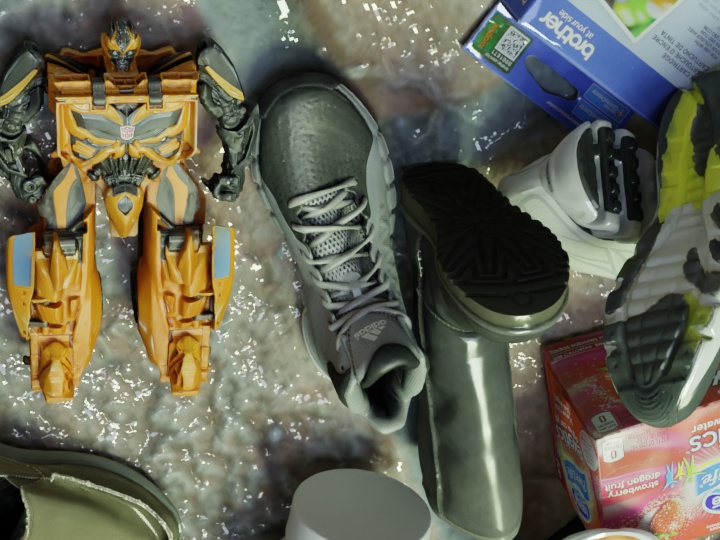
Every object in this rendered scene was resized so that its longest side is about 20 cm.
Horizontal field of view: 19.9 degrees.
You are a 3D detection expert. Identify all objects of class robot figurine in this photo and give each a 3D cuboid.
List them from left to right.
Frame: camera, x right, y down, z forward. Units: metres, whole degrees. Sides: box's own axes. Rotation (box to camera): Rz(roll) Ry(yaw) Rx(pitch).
[{"bbox_3d":[-0.122,-0.030,1.057,0.143,0.058,0.202,-3,121,-12],"label":"robot figurine"}]

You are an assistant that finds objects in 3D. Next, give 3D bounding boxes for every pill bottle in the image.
[{"bbox_3d":[-0.015,0.222,1.210,0.111,0.112,0.202,0,118,-18],"label":"pill bottle"}]

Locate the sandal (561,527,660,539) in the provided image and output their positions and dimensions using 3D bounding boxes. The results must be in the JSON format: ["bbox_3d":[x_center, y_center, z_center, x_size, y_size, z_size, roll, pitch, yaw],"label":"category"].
[{"bbox_3d":[0.132,0.232,1.200,0.078,0.060,0.208,1,132,-16],"label":"sandal"}]

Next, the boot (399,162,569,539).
[{"bbox_3d":[0.065,0.062,1.107,0.072,0.182,0.202,-4,116,-10],"label":"boot"}]

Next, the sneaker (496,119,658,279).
[{"bbox_3d":[0.157,-0.024,1.154,0.081,0.076,0.199,-22,146,40],"label":"sneaker"}]

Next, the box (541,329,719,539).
[{"bbox_3d":[0.216,0.083,1.211,0.198,0.096,0.100,-16,125,-8],"label":"box"}]

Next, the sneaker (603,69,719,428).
[{"bbox_3d":[0.190,-0.005,1.072,0.084,0.074,0.202,36,64,-38],"label":"sneaker"}]

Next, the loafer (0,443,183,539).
[{"bbox_3d":[-0.188,0.139,1.130,0.198,0.070,0.076,18,113,-26],"label":"loafer"}]

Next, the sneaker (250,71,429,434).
[{"bbox_3d":[0.000,0.000,1.082,0.074,0.116,0.201,-19,124,-6],"label":"sneaker"}]

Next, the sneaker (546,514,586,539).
[{"bbox_3d":[0.097,0.219,1.268,0.089,0.070,0.201,21,113,-30],"label":"sneaker"}]

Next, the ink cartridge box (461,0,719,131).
[{"bbox_3d":[0.160,-0.159,1.088,0.119,0.042,0.200,32,107,-30],"label":"ink cartridge box"}]
